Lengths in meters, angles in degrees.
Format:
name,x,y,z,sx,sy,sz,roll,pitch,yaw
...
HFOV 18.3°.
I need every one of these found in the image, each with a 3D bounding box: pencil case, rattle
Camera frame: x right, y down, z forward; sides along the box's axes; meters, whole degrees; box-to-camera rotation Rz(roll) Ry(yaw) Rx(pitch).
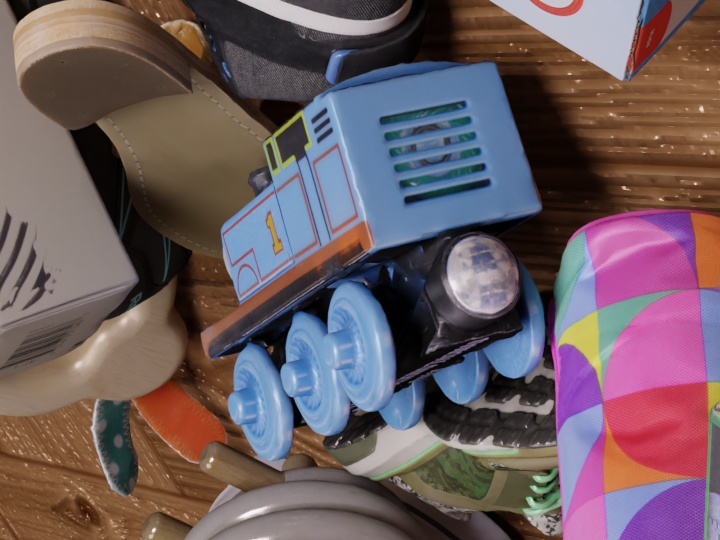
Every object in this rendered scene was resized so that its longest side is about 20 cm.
name,x,y,z,sx,sy,sz,roll,pitch,yaw
pencil case,0.101,0.080,0.737,0.088,0.201,0.088,3,150,2
rattle,-0.151,0.009,1.096,0.143,0.130,0.200,34,177,36

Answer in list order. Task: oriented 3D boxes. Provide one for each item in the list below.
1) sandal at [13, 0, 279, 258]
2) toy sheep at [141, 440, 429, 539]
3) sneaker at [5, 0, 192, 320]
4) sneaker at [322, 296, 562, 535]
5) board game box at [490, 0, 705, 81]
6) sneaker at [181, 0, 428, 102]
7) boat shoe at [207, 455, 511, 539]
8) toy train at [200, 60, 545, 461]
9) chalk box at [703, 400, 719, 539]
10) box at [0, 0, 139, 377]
name,x,y,z,sx,sy,sz,roll,pitch,yaw
sandal,-0.073,-0.074,0.894,0.077,0.070,0.212,-15,156,16
toy sheep,-0.025,0.145,0.960,0.137,0.200,0.138,0,130,-1
sneaker,-0.125,-0.074,0.957,0.075,0.079,0.201,15,120,52
sneaker,0.067,0.068,0.909,0.089,0.077,0.200,42,159,-16
board game box,0.026,-0.180,0.641,0.200,0.056,0.196,34,150,17
sneaker,-0.067,-0.121,0.816,0.200,0.073,0.112,29,148,25
boat shoe,-0.014,0.143,1.075,0.202,0.086,0.075,9,136,46
toy train,0.000,0.000,0.830,0.200,0.086,0.115,-33,70,65
chalk box,0.174,0.067,0.626,0.125,0.200,0.124,27,147,27
box,-0.168,-0.060,0.894,0.201,0.068,0.082,63,147,11
